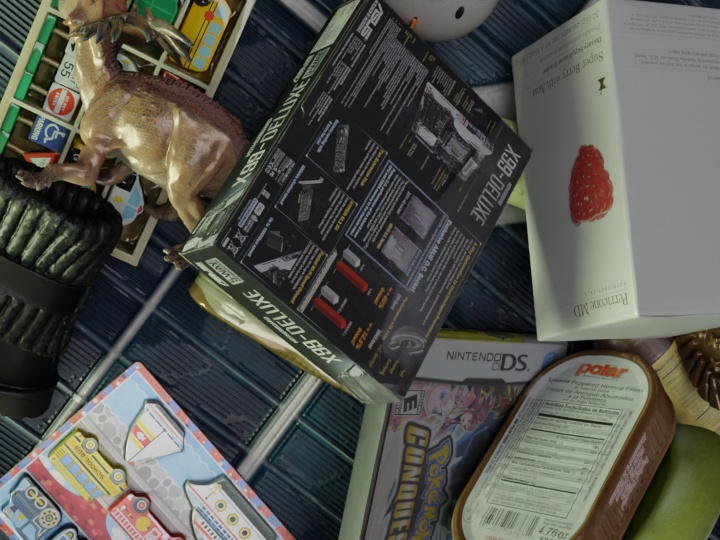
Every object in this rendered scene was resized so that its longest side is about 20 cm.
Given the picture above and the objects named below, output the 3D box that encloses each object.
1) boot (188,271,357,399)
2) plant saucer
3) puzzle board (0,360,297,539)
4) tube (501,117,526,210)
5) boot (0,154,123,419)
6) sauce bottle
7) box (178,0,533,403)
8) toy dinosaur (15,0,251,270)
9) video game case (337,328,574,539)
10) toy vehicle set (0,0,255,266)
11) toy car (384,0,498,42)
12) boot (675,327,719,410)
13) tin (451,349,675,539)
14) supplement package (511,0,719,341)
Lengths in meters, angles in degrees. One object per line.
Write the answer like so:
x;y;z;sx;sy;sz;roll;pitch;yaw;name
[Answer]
0.000;0.000;0.882;0.198;0.072;0.156;29;90;-13;boot
0.168;0.176;0.870;0.031;0.200;0.200;42;90;-8;plant saucer
-0.152;0.188;0.908;0.150;0.017;0.201;-40;104;-2;puzzle board
0.120;-0.072;0.906;0.197;0.052;0.058;16;126;-16;tube
-0.269;-0.003;0.805;0.208;0.080;0.159;13;117;-22;boot
0.214;0.063;0.935;0.065;0.065;0.200;-42;102;-2;sauce bottle
0.005;-0.045;0.785;0.157;0.050;0.202;40;66;-23;box
-0.119;-0.092;0.781;0.198;0.086;0.136;30;108;-10;toy dinosaur
0.067;0.142;0.895;0.179;0.025;0.203;6;99;-42;video game case
-0.164;-0.119;0.833;0.123;0.027;0.202;23;105;-13;toy vehicle set
0.058;-0.217;0.817;0.182;0.177;0.202;21;107;-3;toy car
0.281;0.004;0.905;0.106;0.075;0.203;9;69;-23;boot
0.137;0.133;0.848;0.201;0.111;0.042;-54;132;-32;tin
0.186;-0.061;0.841;0.118;0.121;0.203;0;80;-24;supplement package
